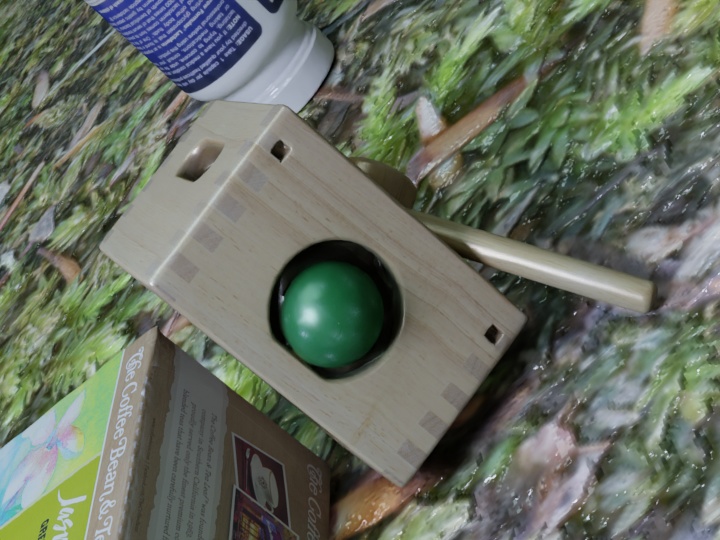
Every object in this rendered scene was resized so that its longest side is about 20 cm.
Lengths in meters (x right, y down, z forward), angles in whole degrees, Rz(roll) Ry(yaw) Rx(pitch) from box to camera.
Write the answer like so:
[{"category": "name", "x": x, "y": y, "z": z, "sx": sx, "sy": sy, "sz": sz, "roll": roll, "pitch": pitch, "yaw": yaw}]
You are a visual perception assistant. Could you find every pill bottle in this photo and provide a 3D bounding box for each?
[{"category": "pill bottle", "x": -0.118, "y": -0.198, "z": 1.171, "sx": 0.115, "sy": 0.200, "sz": 0.116, "roll": -37, "pitch": 27, "yaw": 22}]

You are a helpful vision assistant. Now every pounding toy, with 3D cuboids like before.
[{"category": "pounding toy", "x": 0.000, "y": 0.000, "z": 0.770, "sx": 0.143, "sy": 0.184, "sz": 0.200, "roll": -52, "pitch": 18, "yaw": -6}]

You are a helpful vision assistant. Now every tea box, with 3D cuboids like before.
[{"category": "tea box", "x": -0.125, "y": 0.174, "z": 0.760, "sx": 0.196, "sy": 0.133, "sz": 0.201, "roll": -37, "pitch": 29, "yaw": 23}]
